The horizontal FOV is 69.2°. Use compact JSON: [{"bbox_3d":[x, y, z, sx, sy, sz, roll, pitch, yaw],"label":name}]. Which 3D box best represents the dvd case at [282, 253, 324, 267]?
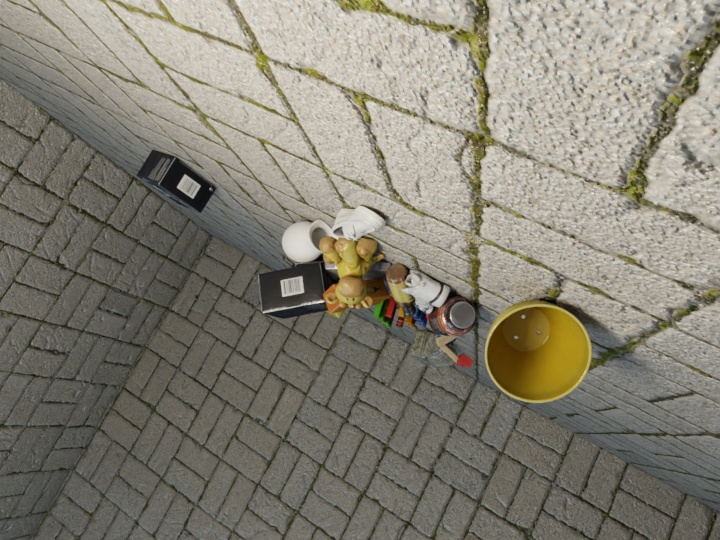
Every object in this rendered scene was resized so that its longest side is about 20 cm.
[{"bbox_3d":[-0.137,-0.034,1.685,0.197,0.025,0.150,-3,-166,-24],"label":"dvd case"}]

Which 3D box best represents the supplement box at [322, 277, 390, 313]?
[{"bbox_3d":[-0.009,0.071,1.517,0.198,0.067,0.069,-7,154,-40],"label":"supplement box"}]

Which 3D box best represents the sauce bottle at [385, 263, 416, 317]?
[{"bbox_3d":[0.123,0.062,1.505,0.065,0.066,0.201,24,155,32],"label":"sauce bottle"}]

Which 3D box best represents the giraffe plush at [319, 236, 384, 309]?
[{"bbox_3d":[-0.028,0.014,1.400,0.170,0.165,0.200,0,163,23],"label":"giraffe plush"}]

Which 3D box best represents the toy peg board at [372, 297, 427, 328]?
[{"bbox_3d":[0.148,0.150,1.819,0.196,0.099,0.200,12,165,24],"label":"toy peg board"}]

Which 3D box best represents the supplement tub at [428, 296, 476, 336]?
[{"bbox_3d":[0.256,0.129,1.449,0.106,0.108,0.200,29,172,0],"label":"supplement tub"}]

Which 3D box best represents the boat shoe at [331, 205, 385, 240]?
[{"bbox_3d":[-0.013,-0.100,1.168,0.072,0.069,0.199,34,170,-29],"label":"boat shoe"}]

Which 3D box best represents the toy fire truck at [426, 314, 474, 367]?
[{"bbox_3d":[0.284,0.203,1.652,0.198,0.142,0.049,28,171,5],"label":"toy fire truck"}]

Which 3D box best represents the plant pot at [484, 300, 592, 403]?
[{"bbox_3d":[0.348,0.143,1.062,0.198,0.202,0.142,29,-163,1],"label":"plant pot"}]

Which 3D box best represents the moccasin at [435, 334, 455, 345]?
[{"bbox_3d":[0.319,0.231,1.902,0.079,0.069,0.200,8,164,32],"label":"moccasin"}]

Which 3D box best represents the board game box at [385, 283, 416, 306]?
[{"bbox_3d":[0.151,0.088,1.617,0.156,0.039,0.200,25,158,-7],"label":"board game box"}]

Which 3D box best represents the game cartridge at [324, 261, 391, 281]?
[{"bbox_3d":[0.000,0.000,1.572,0.196,0.039,0.130,2,160,10],"label":"game cartridge"}]

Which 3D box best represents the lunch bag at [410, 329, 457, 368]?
[{"bbox_3d":[0.347,0.367,2.418,0.166,0.141,0.200,3,157,35],"label":"lunch bag"}]

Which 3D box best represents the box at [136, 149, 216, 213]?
[{"bbox_3d":[-0.668,-0.322,1.897,0.199,0.119,0.196,23,169,42],"label":"box"}]

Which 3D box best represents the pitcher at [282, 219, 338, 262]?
[{"bbox_3d":[-0.133,-0.075,1.555,0.171,0.123,0.199,34,159,-29],"label":"pitcher"}]

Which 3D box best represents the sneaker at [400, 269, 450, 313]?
[{"bbox_3d":[0.169,0.056,1.444,0.114,0.076,0.200,30,166,-1],"label":"sneaker"}]

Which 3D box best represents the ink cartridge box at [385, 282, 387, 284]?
[{"bbox_3d":[0.010,0.013,1.838,0.199,0.037,0.094,24,170,45],"label":"ink cartridge box"}]

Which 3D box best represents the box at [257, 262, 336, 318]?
[{"bbox_3d":[-0.185,0.067,1.604,0.197,0.126,0.197,-11,167,8],"label":"box"}]

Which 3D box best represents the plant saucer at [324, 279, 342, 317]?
[{"bbox_3d":[-0.094,0.036,1.762,0.198,0.202,0.048,19,164,48],"label":"plant saucer"}]
